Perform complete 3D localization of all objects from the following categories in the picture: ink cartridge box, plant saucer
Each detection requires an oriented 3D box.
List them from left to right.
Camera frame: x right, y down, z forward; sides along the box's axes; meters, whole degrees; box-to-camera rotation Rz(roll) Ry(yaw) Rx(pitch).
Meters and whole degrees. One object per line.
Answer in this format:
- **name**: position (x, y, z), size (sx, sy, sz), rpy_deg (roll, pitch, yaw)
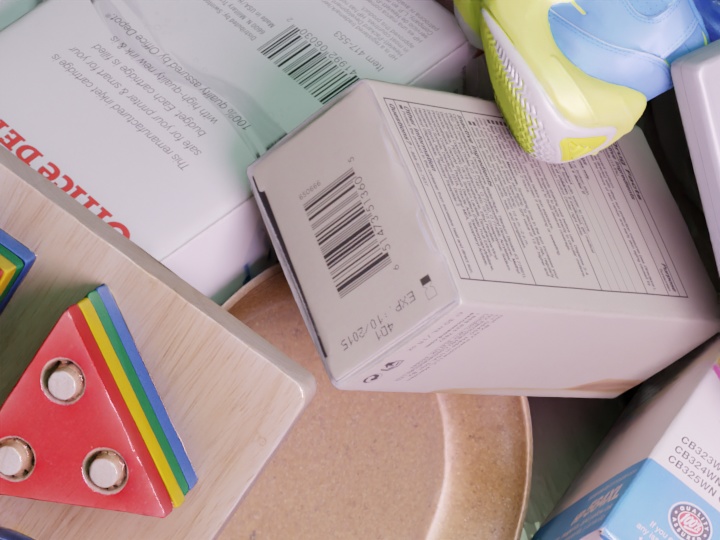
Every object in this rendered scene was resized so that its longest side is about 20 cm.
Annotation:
- **ink cartridge box**: position (-0.070, -0.060, 1.218), size (0.200, 0.086, 0.146), rpy_deg (-38, 59, -22)
- **plant saucer**: position (-0.016, 0.086, 1.205), size (0.199, 0.035, 0.201), rpy_deg (-6, 100, -36)
- **ink cartridge box**: position (0.178, 0.091, 1.254), size (0.128, 0.125, 0.200), rpy_deg (38, 64, -2)

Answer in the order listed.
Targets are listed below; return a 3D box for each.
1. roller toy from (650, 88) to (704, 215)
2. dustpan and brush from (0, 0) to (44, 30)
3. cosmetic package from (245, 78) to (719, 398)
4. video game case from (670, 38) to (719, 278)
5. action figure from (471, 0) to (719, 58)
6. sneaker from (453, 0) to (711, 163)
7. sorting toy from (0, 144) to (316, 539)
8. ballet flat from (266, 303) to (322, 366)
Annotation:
- **roller toy**: position (0.230, -0.095, 1.331), size (0.182, 0.140, 0.201), rpy_deg (-8, 81, -12)
- **dustpan and brush**: position (-0.161, -0.117, 1.265), size (0.199, 0.057, 0.140), rpy_deg (-7, 69, -14)
- **cosmetic package**: position (0.055, -0.009, 1.172), size (0.200, 0.071, 0.106), rpy_deg (7, 54, -52)
- **video game case**: position (0.221, -0.023, 1.176), size (0.182, 0.022, 0.201), rpy_deg (-25, 111, -25)
- **action figure**: position (0.126, -0.086, 1.216), size (0.200, 0.065, 0.099), rpy_deg (38, 89, 3)
- **sneaker**: position (0.077, -0.141, 1.164), size (0.105, 0.076, 0.201), rpy_deg (-21, 72, -6)
- **sorting toy**: position (-0.155, 0.070, 1.107), size (0.198, 0.070, 0.200), rpy_deg (36, 107, 4)
- **ballet flat**: position (0.000, 0.000, 1.264), size (0.062, 0.067, 0.200), rpy_deg (43, 64, -13)
